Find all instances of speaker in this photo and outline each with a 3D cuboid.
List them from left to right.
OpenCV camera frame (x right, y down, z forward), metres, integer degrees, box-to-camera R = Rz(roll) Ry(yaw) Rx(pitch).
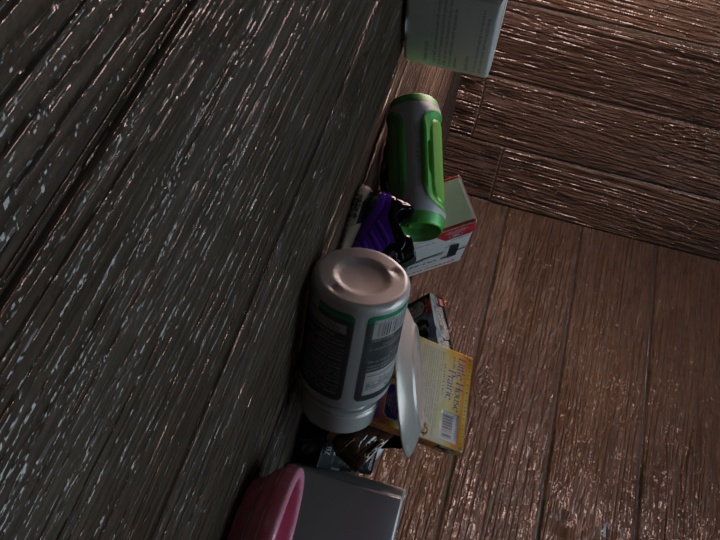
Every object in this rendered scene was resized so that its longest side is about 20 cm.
[{"bbox_3d":[0.078,-0.147,1.312,0.089,0.087,0.202,90,0,-69],"label":"speaker"}]

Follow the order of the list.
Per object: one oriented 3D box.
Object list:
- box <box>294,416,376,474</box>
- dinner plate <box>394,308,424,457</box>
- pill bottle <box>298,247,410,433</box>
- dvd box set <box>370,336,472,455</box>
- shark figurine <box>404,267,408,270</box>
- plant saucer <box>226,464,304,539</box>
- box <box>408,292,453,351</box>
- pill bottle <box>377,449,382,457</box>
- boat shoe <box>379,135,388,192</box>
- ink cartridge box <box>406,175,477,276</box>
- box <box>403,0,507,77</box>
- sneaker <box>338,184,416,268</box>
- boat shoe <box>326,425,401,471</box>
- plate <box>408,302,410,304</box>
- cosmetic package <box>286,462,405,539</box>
[{"bbox_3d":[-0.012,0.193,1.349,0.160,0.043,0.202,25,78,-56],"label":"box"},{"bbox_3d":[0.064,0.136,1.172,0.200,0.024,0.202,-4,90,-83],"label":"dinner plate"},{"bbox_3d":[-0.012,0.084,1.057,0.113,0.112,0.201,-68,171,-53],"label":"pill bottle"},{"bbox_3d":[0.066,0.160,1.288,0.029,0.199,0.148,-29,-136,53],"label":"dvd box set"},{"bbox_3d":[0.015,-0.014,1.304,0.128,0.090,0.215,-40,-176,29],"label":"shark figurine"},{"bbox_3d":[-0.109,0.300,0.959,0.201,0.050,0.202,15,90,-85],"label":"plant saucer"},{"bbox_3d":[0.057,0.140,1.450,0.199,0.040,0.138,-31,-126,34],"label":"box"},{"bbox_3d":[-0.008,0.292,1.641,0.200,0.112,0.114,70,35,-81],"label":"pill bottle"},{"bbox_3d":[0.058,-0.145,1.461,0.074,0.074,0.200,-62,161,-23],"label":"boat shoe"},{"bbox_3d":[0.095,-0.060,1.473,0.200,0.143,0.084,97,-26,-74],"label":"ink cartridge box"},{"bbox_3d":[0.145,-0.409,1.269,0.199,0.129,0.202,85,20,-74],"label":"box"},{"bbox_3d":[0.022,-0.015,1.202,0.070,0.099,0.202,84,21,-69],"label":"sneaker"},{"bbox_3d":[0.036,0.227,1.310,0.199,0.070,0.071,-22,152,-46],"label":"boat shoe"},{"bbox_3d":[0.033,0.143,1.522,0.025,0.199,0.202,20,83,-43],"label":"plate"},{"bbox_3d":[-0.037,0.371,1.286,0.200,0.165,0.169,67,38,-79],"label":"cosmetic package"}]
